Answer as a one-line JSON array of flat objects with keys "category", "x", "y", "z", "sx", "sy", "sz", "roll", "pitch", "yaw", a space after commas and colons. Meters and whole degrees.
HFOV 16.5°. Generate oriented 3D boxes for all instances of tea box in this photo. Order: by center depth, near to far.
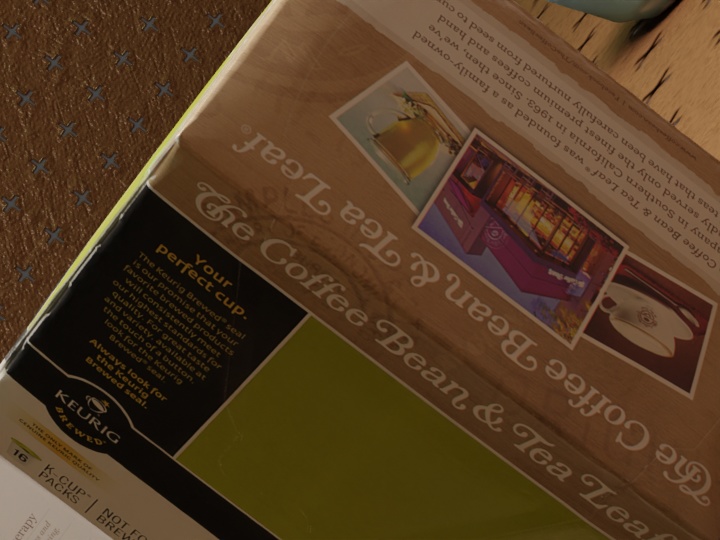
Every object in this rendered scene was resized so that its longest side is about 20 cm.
[{"category": "tea box", "x": 0.011, "y": 0.025, "z": 0.803, "sx": 0.197, "sy": 0.200, "sz": 0.134, "roll": -45, "pitch": 10, "yaw": 51}]

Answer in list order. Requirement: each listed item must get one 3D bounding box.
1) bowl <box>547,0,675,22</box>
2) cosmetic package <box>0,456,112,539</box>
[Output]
[{"category": "bowl", "x": 0.174, "y": -0.232, "z": 1.535, "sx": 0.201, "sy": 0.105, "sz": 0.201, "roll": -52, "pitch": 6, "yaw": 8}, {"category": "cosmetic package", "x": -0.356, "y": 0.260, "z": 2.433, "sx": 0.167, "sy": 0.200, "sz": 0.166, "roll": -54, "pitch": 5, "yaw": 4}]
